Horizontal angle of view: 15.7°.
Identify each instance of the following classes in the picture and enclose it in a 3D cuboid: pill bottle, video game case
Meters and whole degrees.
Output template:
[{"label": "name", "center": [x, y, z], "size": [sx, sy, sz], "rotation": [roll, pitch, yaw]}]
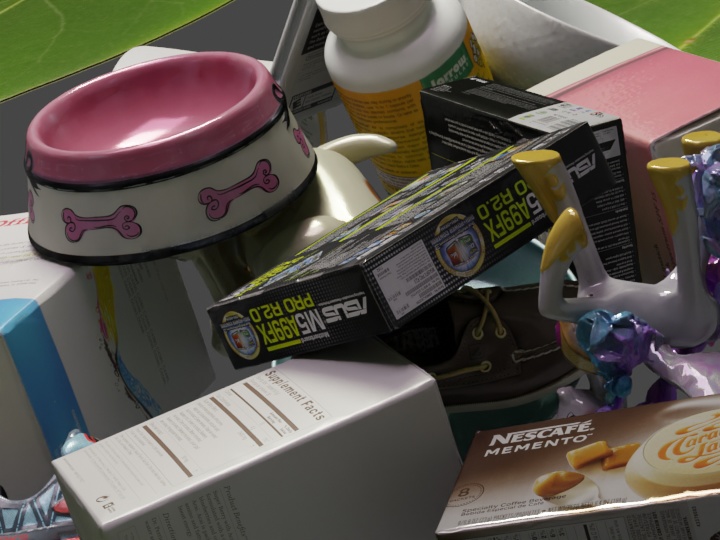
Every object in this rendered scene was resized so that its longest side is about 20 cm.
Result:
[{"label": "pill bottle", "center": [0.040, -0.144, 1.959], "size": [0.113, 0.200, 0.113], "rotation": [-16, 39, 13]}, {"label": "video game case", "center": [0.015, -0.207, 2.046], "size": [0.200, 0.182, 0.023], "rotation": [-24, 59, -39]}]

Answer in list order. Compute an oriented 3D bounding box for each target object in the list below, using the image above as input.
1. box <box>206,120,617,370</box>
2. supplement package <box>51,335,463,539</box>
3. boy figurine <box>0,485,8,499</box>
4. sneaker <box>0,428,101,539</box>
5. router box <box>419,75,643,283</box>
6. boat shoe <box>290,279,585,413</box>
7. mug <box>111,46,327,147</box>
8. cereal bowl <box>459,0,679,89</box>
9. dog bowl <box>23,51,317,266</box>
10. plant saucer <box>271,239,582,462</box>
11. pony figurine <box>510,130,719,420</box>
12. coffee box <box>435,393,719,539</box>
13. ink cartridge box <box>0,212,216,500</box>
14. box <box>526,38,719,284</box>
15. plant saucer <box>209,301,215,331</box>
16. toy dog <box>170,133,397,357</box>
[{"label": "box", "center": [0.030, -0.015, 1.532], "size": [0.200, 0.044, 0.160], "rotation": [-32, 9, -37]}, {"label": "supplement package", "center": [-0.049, 0.135, 1.450], "size": [0.200, 0.121, 0.120], "rotation": [-22, 19, -14]}, {"label": "boy figurine", "center": [-0.307, 0.191, 1.612], "size": [0.200, 0.065, 0.124], "rotation": [-14, 23, 3]}, {"label": "sneaker", "center": [-0.140, 0.129, 1.547], "size": [0.200, 0.096, 0.079], "rotation": [-22, -18, -11]}, {"label": "router box", "center": [0.112, -0.040, 1.725], "size": [0.051, 0.149, 0.200], "rotation": [-16, 18, -22]}, {"label": "boat shoe", "center": [0.057, 0.044, 1.556], "size": [0.200, 0.060, 0.072], "rotation": [-15, 50, 2]}, {"label": "mug", "center": [-0.106, -0.120, 2.148], "size": [0.153, 0.150, 0.187], "rotation": [0, 32, 22]}, {"label": "cereal bowl", "center": [0.156, -0.165, 2.041], "size": [0.200, 0.083, 0.200], "rotation": [23, 13, -6]}, {"label": "dog bowl", "center": [-0.133, -0.080, 1.731], "size": [0.200, 0.074, 0.200], "rotation": [-12, 25, 5]}, {"label": "plant saucer", "center": [0.045, 0.055, 1.614], "size": [0.200, 0.036, 0.200], "rotation": [-8, 49, 9]}, {"label": "pony figurine", "center": [0.177, 0.027, 1.484], "size": [0.193, 0.200, 0.167], "rotation": [-7, 18, -11]}, {"label": "coffee box", "center": [0.152, 0.128, 1.358], "size": [0.200, 0.080, 0.114], "rotation": [-10, 21, 20]}, {"label": "ink cartridge box", "center": [-0.221, 0.062, 1.751], "size": [0.147, 0.146, 0.200], "rotation": [-6, 24, 31]}, {"label": "box", "center": [0.207, -0.067, 1.750], "size": [0.109, 0.128, 0.200], "rotation": [-25, 20, -16]}, {"label": "plant saucer", "center": [-0.020, -0.003, 1.922], "size": [0.200, 0.032, 0.200], "rotation": [-15, 19, 5]}, {"label": "toy dog", "center": [0.000, 0.000, 1.760], "size": [0.200, 0.140, 0.194], "rotation": [20, 48, 40]}]
